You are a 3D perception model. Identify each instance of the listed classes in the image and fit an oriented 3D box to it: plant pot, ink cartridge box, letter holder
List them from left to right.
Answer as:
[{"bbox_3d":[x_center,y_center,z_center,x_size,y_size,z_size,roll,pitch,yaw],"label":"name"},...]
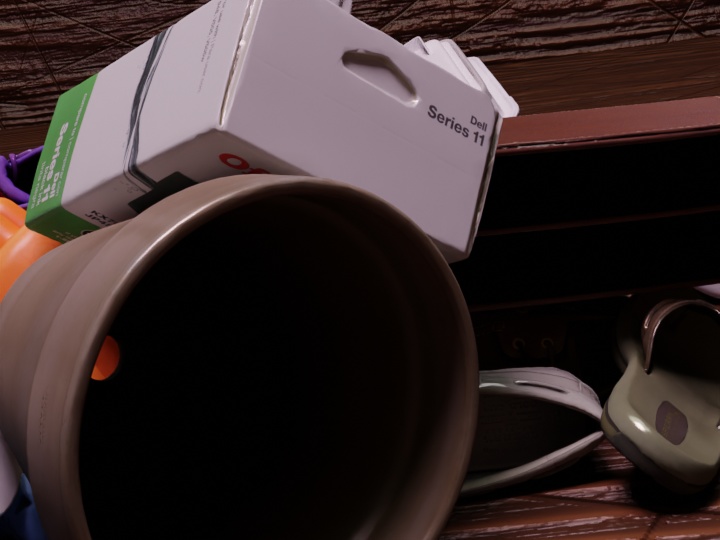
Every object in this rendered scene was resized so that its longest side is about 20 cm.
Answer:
[{"bbox_3d":[-0.078,0.052,0.647,0.200,0.201,0.173,-17,17,-36],"label":"plant pot"},{"bbox_3d":[-0.052,-0.050,0.717,0.146,0.083,0.200,25,-25,-29],"label":"ink cartridge box"},{"bbox_3d":[0.129,-0.034,0.804,0.199,0.101,0.142,-6,9,-8],"label":"letter holder"}]

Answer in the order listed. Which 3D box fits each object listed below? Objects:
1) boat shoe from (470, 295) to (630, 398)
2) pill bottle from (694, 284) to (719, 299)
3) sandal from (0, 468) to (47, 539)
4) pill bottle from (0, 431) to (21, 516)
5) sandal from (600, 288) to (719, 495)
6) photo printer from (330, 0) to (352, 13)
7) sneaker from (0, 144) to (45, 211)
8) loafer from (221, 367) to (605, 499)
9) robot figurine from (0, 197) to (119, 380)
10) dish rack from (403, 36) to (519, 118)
[{"bbox_3d":[0.098,0.051,0.841,0.199,0.072,0.068,-12,12,-29],"label":"boat shoe"},{"bbox_3d":[0.297,-0.057,1.090,0.113,0.114,0.200,-1,15,26],"label":"pill bottle"},{"bbox_3d":[-0.204,0.116,0.773,0.200,0.080,0.087,19,66,48],"label":"sandal"},{"bbox_3d":[-0.268,0.098,0.694,0.199,0.111,0.111,-15,11,15],"label":"pill bottle"},{"bbox_3d":[0.174,0.050,0.771,0.080,0.057,0.201,28,24,2],"label":"sandal"},{"bbox_3d":[-0.079,-0.097,0.948,0.069,0.167,0.200,22,-15,-14],"label":"photo printer"},{"bbox_3d":[-0.202,-0.035,0.892,0.200,0.081,0.083,-40,-43,25],"label":"sneaker"},{"bbox_3d":[0.028,0.084,0.745,0.199,0.070,0.070,-10,5,-12],"label":"loafer"},{"bbox_3d":[-0.148,0.043,0.813,0.117,0.200,0.144,-54,0,-31],"label":"robot figurine"},{"bbox_3d":[0.009,-0.090,0.958,0.171,0.044,0.200,-34,19,7],"label":"dish rack"}]
